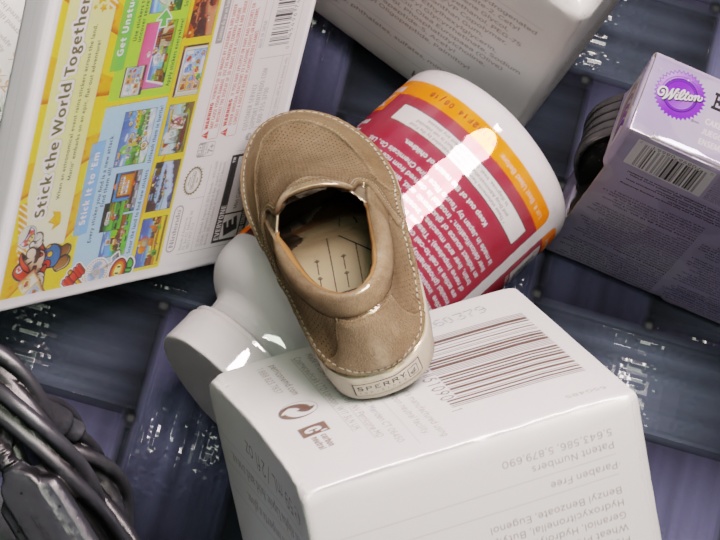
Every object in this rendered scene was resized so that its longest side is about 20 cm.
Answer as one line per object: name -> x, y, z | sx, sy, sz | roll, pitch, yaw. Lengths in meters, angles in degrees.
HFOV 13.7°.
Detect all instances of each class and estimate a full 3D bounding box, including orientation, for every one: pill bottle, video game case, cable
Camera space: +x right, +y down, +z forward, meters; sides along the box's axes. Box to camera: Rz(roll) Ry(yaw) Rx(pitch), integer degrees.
pill bottle -> 0.000, 0.000, 1.516 | 0.200, 0.113, 0.113 | -42, 84, -18
video game case -> -0.101, -0.084, 1.461 | 0.023, 0.201, 0.182 | 34, 31, 34
cable -> -0.147, 0.088, 1.439 | 0.051, 0.163, 0.200 | -34, 91, 4

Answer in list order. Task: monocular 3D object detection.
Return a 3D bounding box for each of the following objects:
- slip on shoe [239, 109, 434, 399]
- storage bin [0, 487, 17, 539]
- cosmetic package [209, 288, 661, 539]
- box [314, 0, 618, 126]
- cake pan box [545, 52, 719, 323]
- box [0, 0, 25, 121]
slip on shoe -> -0.017, -0.023, 1.418 | 0.076, 0.061, 0.200 | -21, 41, 4
storage bin -> -0.244, 0.157, 1.429 | 0.199, 0.146, 0.135 | -16, 67, -13
cosmetic package -> 0.043, 0.142, 1.415 | 0.164, 0.165, 0.201 | -16, 110, -13
box -> 0.067, -0.219, 1.551 | 0.200, 0.171, 0.199 | 36, 66, 2
cake pan box -> 0.201, -0.024, 1.519 | 0.199, 0.184, 0.052 | 22, 68, -1
box -> -0.171, -0.096, 1.526 | 0.200, 0.098, 0.124 | -41, 84, -18
